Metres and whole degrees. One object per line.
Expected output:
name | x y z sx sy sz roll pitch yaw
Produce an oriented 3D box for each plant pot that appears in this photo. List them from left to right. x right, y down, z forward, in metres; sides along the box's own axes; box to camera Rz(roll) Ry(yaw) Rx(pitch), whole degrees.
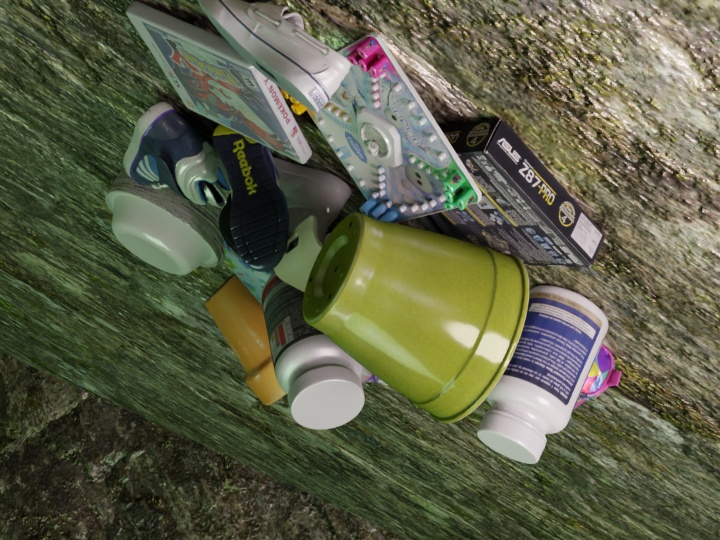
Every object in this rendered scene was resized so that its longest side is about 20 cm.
plant pot | -0.137 0.074 1.852 0.183 0.200 0.200 47 158 -5
plant pot | 0.047 0.034 1.288 0.191 0.202 0.200 26 162 -19

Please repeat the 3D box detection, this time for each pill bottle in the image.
pill bottle | -0.060 0.095 1.526 0.114 0.201 0.117 -8 136 -8
pill bottle | 0.219 0.129 1.461 0.110 0.201 0.111 24 160 10

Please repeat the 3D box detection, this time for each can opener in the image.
can opener | 0.101 -0.033 1.421 0.053 0.067 0.200 8 152 42

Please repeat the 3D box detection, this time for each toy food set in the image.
toy food set | 0.000 0.000 1.452 0.198 0.061 0.143 26 156 -17

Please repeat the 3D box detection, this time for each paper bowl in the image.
paper bowl | -0.299 -0.070 1.815 0.199 0.105 0.201 25 161 9

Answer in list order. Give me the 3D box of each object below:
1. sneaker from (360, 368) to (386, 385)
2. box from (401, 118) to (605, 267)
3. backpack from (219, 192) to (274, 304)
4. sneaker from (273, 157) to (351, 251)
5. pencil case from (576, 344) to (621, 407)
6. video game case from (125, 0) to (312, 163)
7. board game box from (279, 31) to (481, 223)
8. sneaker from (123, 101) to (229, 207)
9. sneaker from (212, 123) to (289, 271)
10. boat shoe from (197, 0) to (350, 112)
sneaker | -0.004 0.111 1.736 0.087 0.081 0.201 -6 146 9
box | 0.146 -0.078 1.282 0.200 0.049 0.160 41 156 -30
backpack | -0.103 -0.009 1.674 0.162 0.155 0.200 23 176 24
sneaker | -0.118 -0.080 1.531 0.198 0.116 0.074 14 158 36
pencil case | 0.280 0.152 1.613 0.088 0.089 0.200 28 162 0
video game case | -0.161 -0.213 1.360 0.199 0.023 0.183 27 162 30
board game box | 0.015 -0.136 1.253 0.201 0.026 0.199 56 154 -13
sneaker | -0.241 -0.125 1.589 0.147 0.080 0.200 49 155 7
sneaker | -0.126 -0.090 1.461 0.073 0.202 0.082 -14 159 4
boat shoe | -0.085 -0.233 1.192 0.200 0.065 0.074 42 176 27
